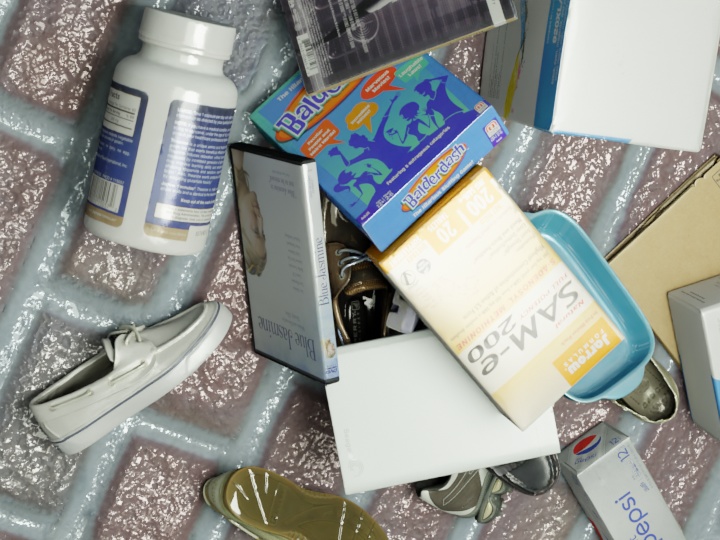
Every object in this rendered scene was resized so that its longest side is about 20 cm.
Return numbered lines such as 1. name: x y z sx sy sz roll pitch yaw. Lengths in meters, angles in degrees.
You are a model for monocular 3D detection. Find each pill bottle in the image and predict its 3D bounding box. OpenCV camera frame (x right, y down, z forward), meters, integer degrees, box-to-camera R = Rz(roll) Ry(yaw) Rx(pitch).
1. pill bottle: -0.169 -0.122 1.613 0.110 0.111 0.202 11 99 -18

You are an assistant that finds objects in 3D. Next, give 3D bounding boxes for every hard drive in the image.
1. hard drive: 0.071 0.118 1.674 0.198 0.026 0.133 -11 89 -1

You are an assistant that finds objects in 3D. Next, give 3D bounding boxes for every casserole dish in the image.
1. casserole dish: 0.190 0.037 1.747 0.121 0.039 0.201 -34 84 -22

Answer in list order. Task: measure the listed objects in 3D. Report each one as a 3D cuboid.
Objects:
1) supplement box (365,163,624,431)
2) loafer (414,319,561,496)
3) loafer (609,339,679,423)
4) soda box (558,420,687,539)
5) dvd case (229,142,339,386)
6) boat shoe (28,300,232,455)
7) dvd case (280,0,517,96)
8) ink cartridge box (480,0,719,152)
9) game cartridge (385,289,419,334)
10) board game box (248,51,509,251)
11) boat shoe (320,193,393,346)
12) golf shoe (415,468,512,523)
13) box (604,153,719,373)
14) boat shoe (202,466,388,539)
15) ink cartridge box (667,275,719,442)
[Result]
1. supplement box: 0.117 0.021 1.606 0.126 0.074 0.200 -42 103 -2
2. loafer: 0.113 0.127 1.714 0.072 0.063 0.201 -36 86 7
3. loafer: 0.242 0.083 1.801 0.199 0.068 0.076 34 91 -19
4. soda box: 0.274 0.253 1.852 0.068 0.063 0.201 -35 110 -8
5. dvd case: -0.069 -0.009 1.652 0.017 0.142 0.202 -14 106 -28
6. boat shoe: -0.209 0.082 1.672 0.199 0.072 0.066 -35 114 2
7. dvd case: 0.024 -0.256 1.616 0.198 0.016 0.150 -19 82 17
8. ink cartridge box: 0.210 -0.196 1.661 0.146 0.200 0.146 5 99 -17
9. game cartridge: 0.071 -0.047 1.693 0.038 0.130 0.202 18 98 8
10. board game box: 0.013 -0.128 1.620 0.152 0.200 0.045 -43 137 -4
11. boat shoe: 0.000 0.000 1.710 0.072 0.072 0.202 -13 105 -13
12. golf shoe: 0.112 0.142 1.774 0.094 0.078 0.202 11 98 -18
13. box: 0.353 0.012 1.844 0.163 0.021 0.200 -42 110 -4
14. boat shoe: -0.057 0.245 1.762 0.200 0.063 0.074 27 69 -27
15. ink cartridge box: 0.418 0.067 1.818 0.198 0.084 0.146 -17 107 -11
